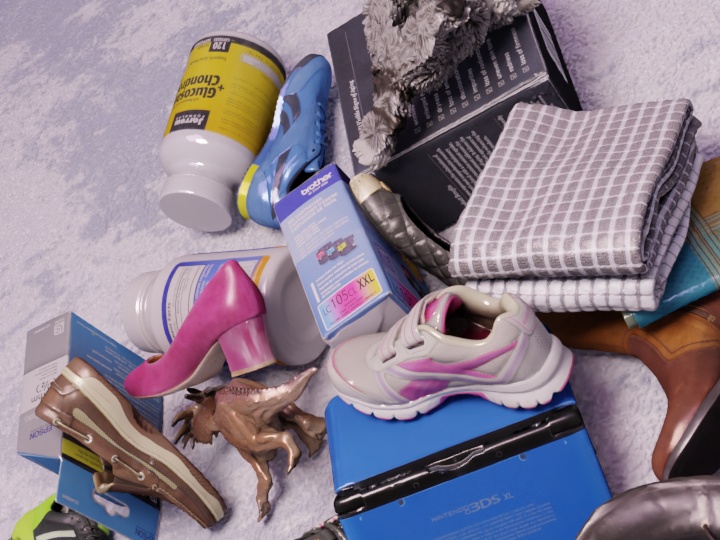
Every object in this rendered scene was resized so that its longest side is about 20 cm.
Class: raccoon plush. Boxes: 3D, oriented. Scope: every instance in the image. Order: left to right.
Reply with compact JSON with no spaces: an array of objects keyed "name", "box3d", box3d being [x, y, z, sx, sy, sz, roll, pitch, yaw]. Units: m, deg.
[{"name":"raccoon plush","box3d":[0.067,-0.191,1.071,0.097,0.133,0.201,50,129,29]}]

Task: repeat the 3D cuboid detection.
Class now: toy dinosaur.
[{"name":"toy dinosaur","box3d":[-0.103,0.130,1.089,0.135,0.200,0.086,39,57,8]}]

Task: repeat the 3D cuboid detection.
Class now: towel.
[{"name":"towel","box3d":[0.173,-0.058,0.971,0.164,0.086,0.201,-5,41,33]},{"name":"towel","box3d":[0.278,-0.038,0.959,0.199,0.022,0.147,-24,34,9]}]

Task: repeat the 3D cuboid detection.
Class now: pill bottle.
[{"name":"pill bottle","box3d":[-0.153,-0.149,1.331,0.111,0.112,0.202,-6,58,33]},{"name":"pill bottle","box3d":[-0.133,0.038,1.195,0.199,0.112,0.113,-4,60,35]}]

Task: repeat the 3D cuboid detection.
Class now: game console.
[{"name":"game console","box3d":[0.085,0.159,0.964,0.198,0.172,0.118,-22,6,9]}]

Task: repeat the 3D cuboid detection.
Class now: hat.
[{"name":"hat","box3d":[0.233,0.233,0.820,0.199,0.081,0.202,-12,60,22]}]

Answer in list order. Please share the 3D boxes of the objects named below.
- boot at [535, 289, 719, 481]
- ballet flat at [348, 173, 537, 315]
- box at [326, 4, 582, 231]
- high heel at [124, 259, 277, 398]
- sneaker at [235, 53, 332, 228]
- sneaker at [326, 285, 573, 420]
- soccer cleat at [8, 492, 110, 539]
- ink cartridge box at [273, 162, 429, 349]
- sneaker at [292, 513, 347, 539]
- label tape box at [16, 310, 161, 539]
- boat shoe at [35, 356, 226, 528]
[{"name":"boot","box3d":[0.208,0.062,0.957,0.199,0.068,0.189,14,71,42]},{"name":"ballet flat","box3d":[0.074,-0.023,1.065,0.200,0.066,0.057,39,107,7]},{"name":"box","box3d":[0.089,-0.171,1.157,0.195,0.124,0.201,-25,50,19]},{"name":"high heel","box3d":[-0.158,0.057,1.113,0.199,0.067,0.097,-18,90,46]},{"name":"sneaker","box3d":[-0.058,-0.133,1.290,0.078,0.066,0.202,12,69,28]},{"name":"sneaker","box3d":[0.058,0.054,0.946,0.198,0.089,0.082,-9,36,26]},{"name":"soccer cleat","box3d":[-0.264,0.274,1.175,0.081,0.068,0.199,-46,44,-15]},{"name":"ink cartridge box","box3d":[0.000,0.000,1.103,0.076,0.136,0.201,-34,47,10]},{"name":"sneaker","box3d":[-0.017,0.234,0.998,0.201,0.086,0.080,-52,47,-4]},{"name":"label tape box","box3d":[-0.258,0.161,1.184,0.066,0.143,0.202,-21,51,23]},{"name":"boat shoe","box3d":[-0.210,0.171,1.109,0.075,0.202,0.075,-47,16,-14]}]
